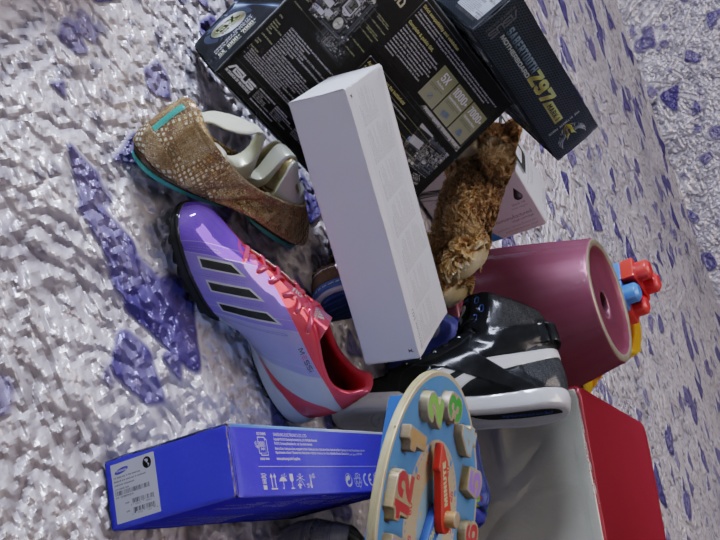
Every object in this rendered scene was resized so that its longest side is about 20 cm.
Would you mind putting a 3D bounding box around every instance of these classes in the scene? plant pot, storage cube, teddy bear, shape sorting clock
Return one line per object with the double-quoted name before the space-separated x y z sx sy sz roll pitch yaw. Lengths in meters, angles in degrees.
"plant pot" 0.175 0.054 1.093 0.200 0.177 0.203 43 38 -46
"storage cube" 0.174 0.226 0.993 0.179 0.169 0.203 28 50 -53
"teddy bear" 0.091 -0.058 0.941 0.145 0.066 0.203 108 1 -72
"shape sorting clock" 0.049 0.171 0.729 0.199 0.039 0.204 -2 92 -62

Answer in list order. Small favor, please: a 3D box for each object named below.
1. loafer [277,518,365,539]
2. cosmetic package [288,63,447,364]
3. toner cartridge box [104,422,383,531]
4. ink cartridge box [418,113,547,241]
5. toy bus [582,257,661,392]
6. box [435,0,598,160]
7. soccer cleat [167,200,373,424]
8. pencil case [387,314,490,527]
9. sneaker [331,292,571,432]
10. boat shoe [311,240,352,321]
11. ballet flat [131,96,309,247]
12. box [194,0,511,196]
"loafer" 0.011 0.251 0.769 0.201 0.069 0.071 53 32 -34
"cosmetic package" 0.008 -0.041 0.779 0.083 0.050 0.203 -50 127 -63
"toner cartridge box" -0.060 0.132 0.676 0.199 0.094 0.044 19 57 -59
"ink cartridge box" 0.110 -0.121 1.145 0.201 0.115 0.068 51 31 -35
"toy bus" 0.276 0.059 1.277 0.200 0.190 0.137 50 32 -40
"box" 0.109 -0.202 0.912 0.158 0.051 0.201 48 7 -38
"soccer cleat" -0.063 0.026 0.760 0.201 0.072 0.069 58 29 -27
"pencil case" 0.069 0.133 0.939 0.078 0.086 0.203 39 42 -53
"sneaker" 0.071 0.076 0.887 0.073 0.196 0.113 98 -11 -61
"boat shoe" 0.000 0.000 0.917 0.073 0.071 0.200 71 16 9
"ballet flat" -0.082 -0.071 0.779 0.071 0.065 0.199 49 13 29
"box" -0.005 -0.157 0.846 0.200 0.164 0.086 44 4 -31
